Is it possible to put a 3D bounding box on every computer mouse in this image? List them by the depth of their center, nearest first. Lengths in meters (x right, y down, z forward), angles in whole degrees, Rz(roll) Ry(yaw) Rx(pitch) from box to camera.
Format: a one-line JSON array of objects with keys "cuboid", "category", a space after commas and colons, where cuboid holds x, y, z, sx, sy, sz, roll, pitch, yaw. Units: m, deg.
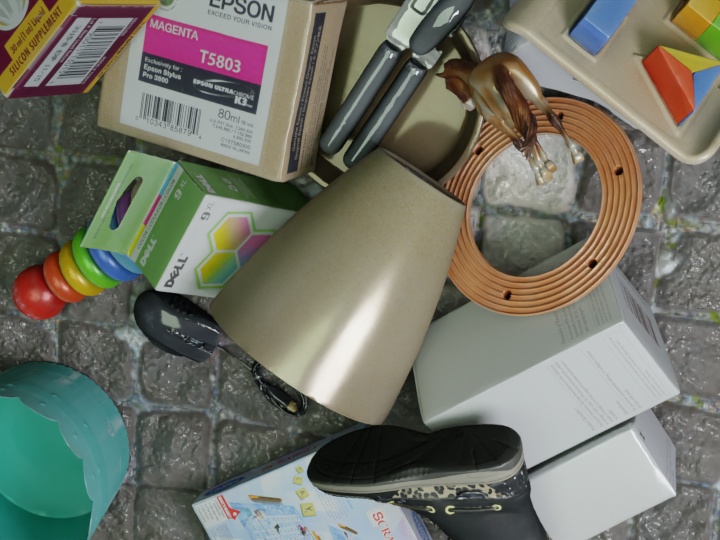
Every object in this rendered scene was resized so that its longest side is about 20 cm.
[{"cuboid": [-0.137, 0.084, 1.450, 0.200, 0.034, 0.059, 31, 109, 2], "category": "computer mouse"}]

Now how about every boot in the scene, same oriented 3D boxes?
[{"cuboid": [0.217, -0.190, 1.270, 0.200, 0.096, 0.074, 19, 141, -17], "category": "boot"}, {"cuboid": [0.065, 0.210, 1.295, 0.203, 0.074, 0.154, -7, 126, 28], "category": "boot"}]

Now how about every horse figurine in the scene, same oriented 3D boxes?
[{"cuboid": [0.123, -0.132, 1.215, 0.050, 0.200, 0.133, -35, 92, 1], "category": "horse figurine"}]

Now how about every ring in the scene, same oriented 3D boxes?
[{"cuboid": [0.155, -0.056, 1.302, 0.200, 0.019, 0.201, -12, 68, 32], "category": "ring"}]

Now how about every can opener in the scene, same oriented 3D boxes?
[{"cuboid": [0.029, -0.175, 1.295, 0.053, 0.066, 0.200, 36, 114, 1], "category": "can opener"}]

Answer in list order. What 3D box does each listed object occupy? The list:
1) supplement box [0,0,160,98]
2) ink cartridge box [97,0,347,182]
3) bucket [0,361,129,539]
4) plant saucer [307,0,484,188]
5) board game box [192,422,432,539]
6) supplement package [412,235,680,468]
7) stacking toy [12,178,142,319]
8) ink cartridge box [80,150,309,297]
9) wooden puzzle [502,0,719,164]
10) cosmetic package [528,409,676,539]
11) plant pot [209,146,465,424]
[{"cuboid": [-0.287, -0.270, 1.302, 0.131, 0.103, 0.200, -43, 72, 35], "category": "supplement box"}, {"cuboid": [-0.127, -0.186, 1.331, 0.200, 0.075, 0.165, 17, 109, 21], "category": "ink cartridge box"}, {"cuboid": [-0.334, 0.195, 1.470, 0.207, 0.135, 0.208, 3, 105, 11], "category": "bucket"}, {"cuboid": [0.017, -0.160, 1.347, 0.199, 0.029, 0.201, 3, 105, 12], "category": "plant saucer"}, {"cuboid": [-0.035, 0.275, 1.478, 0.199, 0.041, 0.200, -24, 99, 18], "category": "board game box"}, {"cuboid": [0.160, 0.083, 1.322, 0.200, 0.117, 0.117, -29, 129, 18], "category": "supplement package"}, {"cuboid": [-0.255, -0.009, 1.428, 0.200, 0.085, 0.085, -29, 98, 22], "category": "stacking toy"}, {"cuboid": [-0.138, -0.035, 1.335, 0.059, 0.200, 0.104, 48, 116, 38], "category": "ink cartridge box"}, {"cuboid": [0.241, -0.207, 1.217, 0.200, 0.185, 0.046, 36, 149, 3], "category": "wooden puzzle"}, {"cuboid": [0.187, 0.198, 1.373, 0.200, 0.113, 0.081, -29, 99, 20], "category": "cosmetic package"}, {"cuboid": [0.000, 0.000, 1.305, 0.187, 0.187, 0.200, 35, 97, 1], "category": "plant pot"}]
